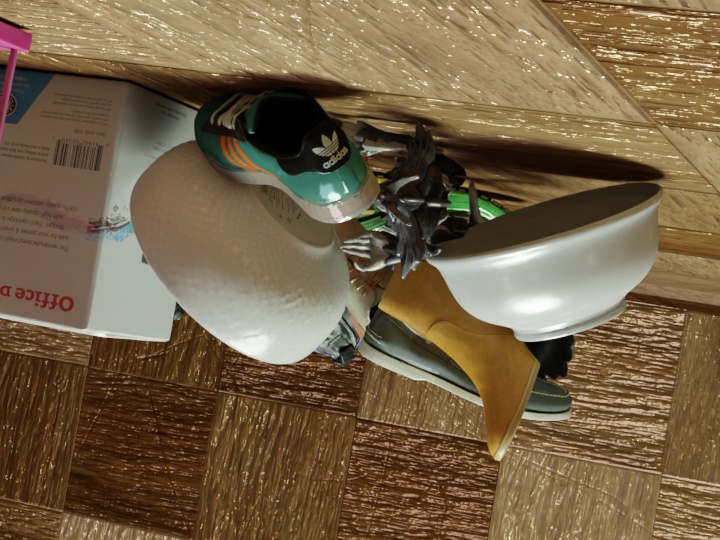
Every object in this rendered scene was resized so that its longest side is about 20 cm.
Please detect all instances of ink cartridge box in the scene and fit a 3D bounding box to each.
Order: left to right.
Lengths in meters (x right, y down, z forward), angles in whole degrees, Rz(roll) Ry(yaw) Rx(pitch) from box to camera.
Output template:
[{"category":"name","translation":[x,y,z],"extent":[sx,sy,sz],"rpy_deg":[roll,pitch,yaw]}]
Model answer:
[{"category":"ink cartridge box","translation":[-0.237,-0.052,1.400],"extent":[0.146,0.201,0.146],"rpy_deg":[9,178,22]}]

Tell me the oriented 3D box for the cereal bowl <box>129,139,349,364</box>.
[{"category":"cereal bowl","translation":[-0.080,-0.029,1.322],"extent":[0.083,0.201,0.200],"rpy_deg":[-41,150,25]}]

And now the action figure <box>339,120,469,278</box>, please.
[{"category":"action figure","translation":[0.027,-0.056,1.310],"extent":[0.101,0.120,0.200],"rpy_deg":[2,-178,13]}]

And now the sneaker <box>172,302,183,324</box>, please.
[{"category":"sneaker","translation":[-0.148,-0.040,1.493],"extent":[0.085,0.200,0.078],"rpy_deg":[42,173,-10]}]

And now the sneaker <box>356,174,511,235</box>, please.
[{"category":"sneaker","translation":[0.074,-0.044,1.731],"extent":[0.199,0.086,0.078],"rpy_deg":[9,178,-3]}]

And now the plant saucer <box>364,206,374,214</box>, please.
[{"category":"plant saucer","translation":[-0.113,-0.098,1.661],"extent":[0.199,0.049,0.200],"rpy_deg":[10,178,-31]}]

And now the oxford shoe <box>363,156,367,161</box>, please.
[{"category":"oxford shoe","translation":[-0.037,-0.085,1.426],"extent":[0.072,0.072,0.200],"rpy_deg":[14,178,3]}]

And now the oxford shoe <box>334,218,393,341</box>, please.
[{"category":"oxford shoe","translation":[0.000,0.000,1.532],"extent":[0.200,0.071,0.074],"rpy_deg":[50,167,-19]}]

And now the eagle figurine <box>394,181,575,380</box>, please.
[{"category":"eagle figurine","translation":[0.123,0.027,1.584],"extent":[0.199,0.151,0.152],"rpy_deg":[31,-153,9]}]

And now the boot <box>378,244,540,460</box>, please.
[{"category":"boot","translation":[0.081,0.058,1.434],"extent":[0.143,0.202,0.071],"rpy_deg":[19,143,-2]}]

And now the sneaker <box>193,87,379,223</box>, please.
[{"category":"sneaker","translation":[-0.064,-0.103,1.218],"extent":[0.200,0.071,0.080],"rpy_deg":[27,152,47]}]

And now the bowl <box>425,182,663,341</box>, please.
[{"category":"bowl","translation":[0.159,0.000,1.367],"extent":[0.200,0.091,0.201],"rpy_deg":[-16,-172,2]}]

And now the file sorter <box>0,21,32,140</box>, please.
[{"category":"file sorter","translation":[-0.333,-0.120,1.076],"extent":[0.138,0.126,0.200],"rpy_deg":[9,178,23]}]

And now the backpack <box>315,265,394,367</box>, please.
[{"category":"backpack","translation":[-0.078,-0.015,1.944],"extent":[0.199,0.184,0.147],"rpy_deg":[21,-166,-26]}]

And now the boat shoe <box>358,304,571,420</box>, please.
[{"category":"boat shoe","translation":[0.100,0.078,1.486],"extent":[0.199,0.062,0.073],"rpy_deg":[20,-170,0]}]
